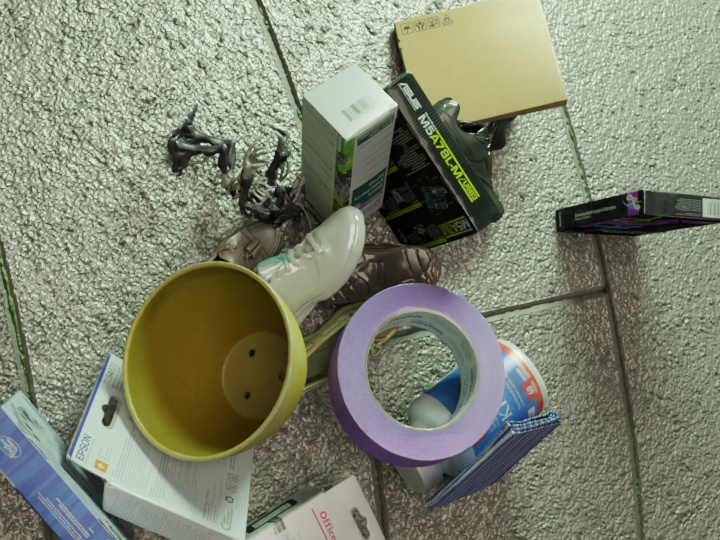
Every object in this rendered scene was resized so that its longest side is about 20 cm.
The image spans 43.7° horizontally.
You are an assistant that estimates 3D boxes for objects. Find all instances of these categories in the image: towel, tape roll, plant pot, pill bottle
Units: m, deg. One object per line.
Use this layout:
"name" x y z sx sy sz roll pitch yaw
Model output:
"towel" 0.163 0.224 1.081 0.145 0.199 0.024 -47 67 17
"tape roll" 0.064 0.120 1.035 0.196 0.066 0.204 4 70 -11
"plant pot" -0.134 0.106 0.973 0.196 0.142 0.204 -5 75 20
"pill bottle" 0.129 0.185 1.123 0.199 0.112 0.113 -35 97 -21

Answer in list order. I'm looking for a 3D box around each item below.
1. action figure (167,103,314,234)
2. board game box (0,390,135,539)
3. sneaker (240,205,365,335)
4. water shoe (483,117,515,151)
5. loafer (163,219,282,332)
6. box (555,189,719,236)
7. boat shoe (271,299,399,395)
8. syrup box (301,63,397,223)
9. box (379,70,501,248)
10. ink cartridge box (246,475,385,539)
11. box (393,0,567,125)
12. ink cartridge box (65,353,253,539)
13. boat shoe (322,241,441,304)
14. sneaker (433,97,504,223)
"action figure" -0.126 -0.119 1.056 0.198 0.119 0.103 30 112 -7
"board game box" -0.303 0.217 0.907 0.043 0.199 0.201 -39 98 -14
"sneaker" -0.076 0.000 1.032 0.088 0.076 0.201 28 111 -36
"water shoe" 0.202 -0.257 1.233 0.079 0.071 0.202 39 77 -33
"loafer" -0.163 0.012 1.056 0.200 0.063 0.072 -43 97 -19
"box" 0.372 -0.073 1.199 0.140 0.200 0.037 2 87 -20
"boat shoe" -0.027 0.095 1.088 0.198 0.063 0.074 -23 115 -20
"syrup box" -0.018 -0.134 1.051 0.078 0.201 0.082 -35 68 -21
"box" 0.059 -0.120 1.083 0.047 0.200 0.194 -39 97 -20
"ink cartridge box" -0.075 0.335 1.051 0.198 0.068 0.118 -28 94 -21
"box" 0.155 -0.271 1.177 0.196 0.021 0.166 -12 76 0
"ink cartridge box" -0.209 0.195 0.958 0.198 0.200 0.041 31 111 -15
"boat shoe" 0.000 0.000 1.118 0.196 0.072 0.077 3 98 -1
"sneaker" 0.139 -0.137 1.147 0.091 0.076 0.200 -44 130 3
